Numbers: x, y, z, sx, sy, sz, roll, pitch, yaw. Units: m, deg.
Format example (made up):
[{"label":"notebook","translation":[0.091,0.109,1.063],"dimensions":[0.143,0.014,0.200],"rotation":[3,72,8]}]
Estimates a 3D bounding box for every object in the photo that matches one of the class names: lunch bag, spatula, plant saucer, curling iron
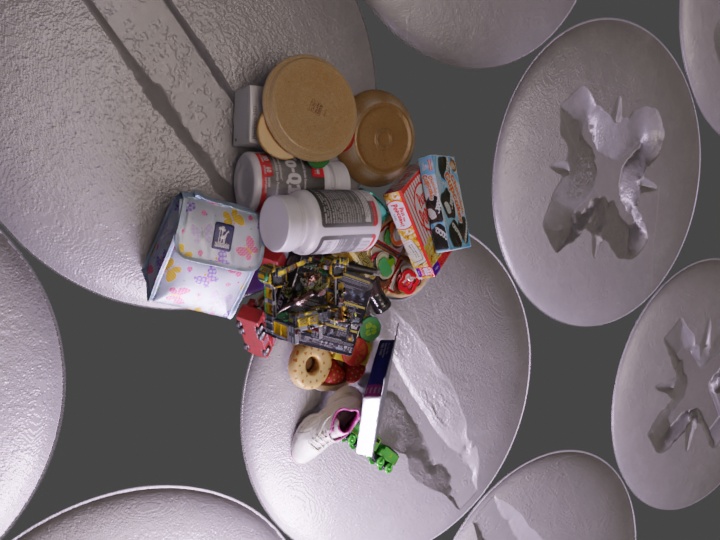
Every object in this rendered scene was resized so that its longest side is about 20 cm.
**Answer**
[{"label":"lunch bag","translation":[-0.271,-0.031,1.260],"dimensions":[0.169,0.127,0.201],"rotation":[17,114,-33]},{"label":"spatula","translation":[-0.150,-0.005,1.429],"dimensions":[0.199,0.021,0.057],"rotation":[-18,89,-31]},{"label":"plant saucer","translation":[0.041,-0.274,1.492],"dimensions":[0.199,0.035,0.202],"rotation":[-6,101,-30]},{"label":"curling iron","translation":[-0.055,-0.024,1.431],"dimensions":[0.198,0.026,0.050],"rotation":[20,117,-5]}]

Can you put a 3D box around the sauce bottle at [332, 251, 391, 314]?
[{"label":"sauce bottle","translation":[0.000,0.000,1.490],"dimensions":[0.066,0.066,0.201],"rotation":[-41,112,-19]}]

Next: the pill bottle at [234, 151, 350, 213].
[{"label":"pill bottle","translation":[-0.127,-0.162,1.354],"dimensions":[0.198,0.114,0.115],"rotation":[-3,100,-31]}]

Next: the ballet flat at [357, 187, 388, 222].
[{"label":"ballet flat","translation":[0.017,-0.114,1.431],"dimensions":[0.067,0.200,0.071],"rotation":[31,93,9]}]

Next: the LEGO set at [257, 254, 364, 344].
[{"label":"LEGO set","translation":[-0.078,0.050,1.260],"dimensions":[0.199,0.115,0.155],"rotation":[1,99,-40]}]

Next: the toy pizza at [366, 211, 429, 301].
[{"label":"toy pizza","translation":[0.090,-0.031,1.565],"dimensions":[0.199,0.032,0.202],"rotation":[-6,101,-30]}]

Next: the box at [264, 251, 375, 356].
[{"label":"box","translation":[-0.074,0.068,1.376],"dimensions":[0.199,0.049,0.163],"rotation":[18,90,-42]}]

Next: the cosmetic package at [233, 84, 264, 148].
[{"label":"cosmetic package","translation":[-0.134,-0.281,1.356],"dimensions":[0.198,0.085,0.109],"rotation":[-2,95,-32]}]

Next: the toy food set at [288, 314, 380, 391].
[{"label":"toy food set","translation":[-0.054,0.154,1.490],"dimensions":[0.199,0.049,0.200],"rotation":[16,90,-32]}]

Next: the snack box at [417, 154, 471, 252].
[{"label":"snack box","translation":[0.180,-0.142,1.526],"dimensions":[0.116,0.037,0.202],"rotation":[-11,90,-58]}]

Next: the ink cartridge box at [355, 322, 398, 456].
[{"label":"ink cartridge box","translation":[0.034,0.236,1.462],"dimensions":[0.043,0.197,0.202],"rotation":[10,119,6]}]

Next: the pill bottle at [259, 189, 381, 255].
[{"label":"pill bottle","translation":[-0.071,-0.086,1.269],"dimensions":[0.199,0.113,0.115],"rotation":[-4,101,-39]}]

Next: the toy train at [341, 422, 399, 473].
[{"label":"toy train","translation":[0.013,0.381,1.584],"dimensions":[0.200,0.042,0.057],"rotation":[45,66,-29]}]

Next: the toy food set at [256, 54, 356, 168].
[{"label":"toy food set","translation":[-0.090,-0.288,1.301],"dimensions":[0.196,0.049,0.202],"rotation":[8,82,-31]}]

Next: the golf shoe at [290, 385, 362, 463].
[{"label":"golf shoe","translation":[-0.071,0.327,1.472],"dimensions":[0.075,0.092,0.200],"rotation":[39,97,-19]}]

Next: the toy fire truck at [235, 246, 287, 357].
[{"label":"toy fire truck","translation":[-0.181,0.063,1.360],"dimensions":[0.201,0.048,0.142],"rotation":[87,23,-57]}]

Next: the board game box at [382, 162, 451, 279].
[{"label":"board game box","translation":[0.129,-0.107,1.515],"dimensions":[0.152,0.046,0.201],"rotation":[-51,123,-49]}]
